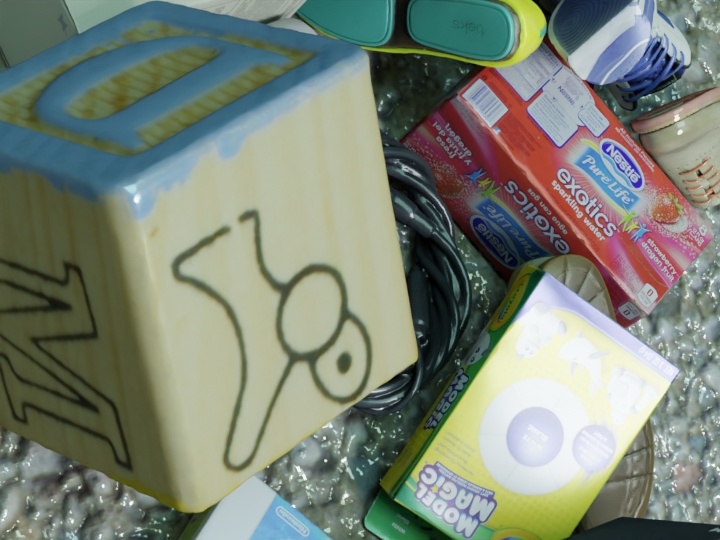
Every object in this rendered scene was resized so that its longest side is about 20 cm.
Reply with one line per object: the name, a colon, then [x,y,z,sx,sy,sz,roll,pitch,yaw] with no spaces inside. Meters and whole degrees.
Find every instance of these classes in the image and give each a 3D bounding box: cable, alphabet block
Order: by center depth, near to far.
alphabet block: [-0.106,-0.016,1.150,0.195,0.196,0.201,-31,124,-35]
cable: [0.000,0.000,1.347,0.162,0.051,0.201,-4,70,-36]

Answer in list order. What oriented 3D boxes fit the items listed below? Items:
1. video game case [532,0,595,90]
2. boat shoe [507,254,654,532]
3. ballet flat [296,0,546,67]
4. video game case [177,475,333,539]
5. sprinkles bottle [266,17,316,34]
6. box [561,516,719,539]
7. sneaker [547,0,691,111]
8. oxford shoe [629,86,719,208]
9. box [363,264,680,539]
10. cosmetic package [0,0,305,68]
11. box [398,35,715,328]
video game case: [0.105,-0.235,1.505,0.199,0.036,0.182,31,59,-16]
boat shoe: [0.145,0.086,1.373,0.073,0.066,0.202,-14,99,-24]
ballet flat: [0.038,-0.181,1.387,0.067,0.199,0.067,-27,129,-53]
video game case: [-0.047,0.249,1.211,0.200,0.045,0.182,40,57,-10]
sprinkles bottle: [-0.111,-0.103,1.306,0.199,0.068,0.069,-25,84,-35]
box: [0.146,0.271,1.231,0.199,0.123,0.200,-13,97,-37]
sneaker: [0.189,-0.164,1.420,0.115,0.080,0.200,48,15,-18]
oxford shoe: [0.246,-0.085,1.458,0.200,0.070,0.074,0,72,-66]
box: [0.100,0.111,1.304,0.117,0.048,0.201,34,91,-13]
cosmetic package: [-0.128,-0.180,1.308,0.199,0.103,0.074,-19,79,-36]
box: [0.134,-0.054,1.410,0.200,0.095,0.100,48,55,-4]
